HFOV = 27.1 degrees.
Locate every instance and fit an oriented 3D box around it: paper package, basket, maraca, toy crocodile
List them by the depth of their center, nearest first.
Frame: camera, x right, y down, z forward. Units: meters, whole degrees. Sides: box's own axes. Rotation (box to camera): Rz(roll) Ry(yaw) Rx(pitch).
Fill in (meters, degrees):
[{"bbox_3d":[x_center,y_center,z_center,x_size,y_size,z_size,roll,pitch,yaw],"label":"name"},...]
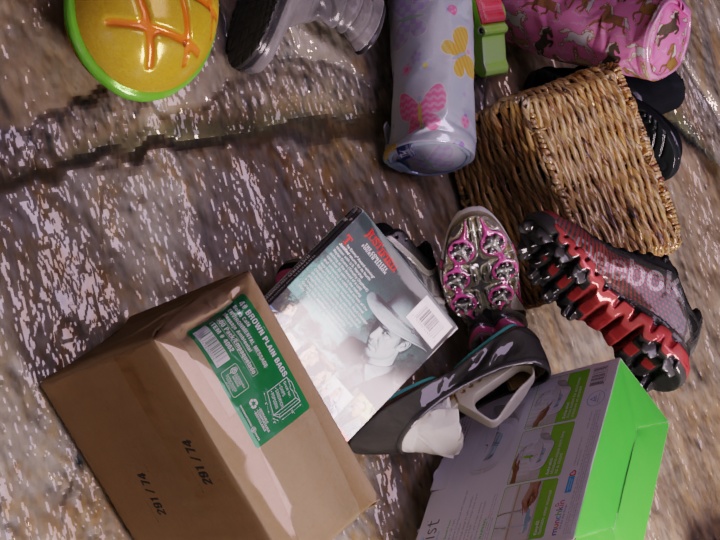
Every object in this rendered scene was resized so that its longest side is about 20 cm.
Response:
[{"bbox_3d":[-0.113,0.125,1.103,0.103,0.190,0.201,-37,101,-40],"label":"paper package"},{"bbox_3d":[-0.166,-0.226,1.209,0.137,0.106,0.201,49,52,-28],"label":"maraca"},{"bbox_3d":[0.194,-0.078,1.446,0.148,0.142,0.202,-23,90,-38],"label":"basket"},{"bbox_3d":[0.111,-0.292,1.491,0.067,0.061,0.203,-9,84,-41],"label":"toy crocodile"}]

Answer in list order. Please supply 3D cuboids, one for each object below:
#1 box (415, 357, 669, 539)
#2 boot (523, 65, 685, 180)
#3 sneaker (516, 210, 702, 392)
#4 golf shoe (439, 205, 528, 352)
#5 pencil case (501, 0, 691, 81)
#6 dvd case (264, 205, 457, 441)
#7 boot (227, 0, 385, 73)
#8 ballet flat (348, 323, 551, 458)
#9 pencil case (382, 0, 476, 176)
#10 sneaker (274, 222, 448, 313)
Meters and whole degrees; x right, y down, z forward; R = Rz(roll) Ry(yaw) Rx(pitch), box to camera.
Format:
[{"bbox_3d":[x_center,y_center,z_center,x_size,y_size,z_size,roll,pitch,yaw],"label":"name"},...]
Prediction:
[{"bbox_3d":[0.155,0.193,1.298,0.097,0.175,0.201,49,42,-26],"label":"box"},{"bbox_3d":[0.289,-0.171,1.540,0.167,0.199,0.077,-21,132,-39],"label":"boot"},{"bbox_3d":[0.226,0.011,1.320,0.200,0.071,0.098,43,61,-2],"label":"sneaker"},{"bbox_3d":[0.110,0.007,1.366,0.201,0.072,0.093,73,7,-46],"label":"golf shoe"},{"bbox_3d":[0.234,-0.248,1.489,0.082,0.199,0.087,-30,128,-35],"label":"pencil case"},{"bbox_3d":[-0.029,0.067,1.233,0.200,0.022,0.146,-45,117,-7],"label":"dvd case"},{"bbox_3d":[-0.036,-0.235,1.351,0.131,0.069,0.202,38,61,-32],"label":"boot"},{"bbox_3d":[0.084,0.116,1.304,0.199,0.068,0.069,-32,58,-14],"label":"ballet flat"},{"bbox_3d":[0.064,-0.191,1.406,0.083,0.090,0.203,16,68,-41],"label":"pencil case"},{"bbox_3d":[0.000,0.000,1.313,0.198,0.073,0.089,9,73,-43],"label":"sneaker"}]
